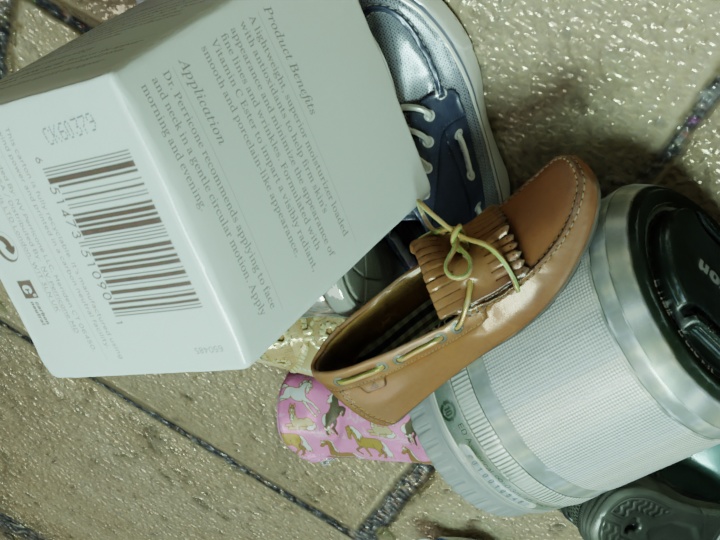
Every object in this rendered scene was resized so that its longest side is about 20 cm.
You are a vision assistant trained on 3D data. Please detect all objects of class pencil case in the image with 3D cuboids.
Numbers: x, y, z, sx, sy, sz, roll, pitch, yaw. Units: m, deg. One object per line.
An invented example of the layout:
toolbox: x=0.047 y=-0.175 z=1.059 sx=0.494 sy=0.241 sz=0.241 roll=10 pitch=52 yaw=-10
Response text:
pencil case: x=0.027 y=0.117 z=1.040 sx=0.199 sy=0.083 sz=0.087 roll=-3 pitch=131 yaw=37

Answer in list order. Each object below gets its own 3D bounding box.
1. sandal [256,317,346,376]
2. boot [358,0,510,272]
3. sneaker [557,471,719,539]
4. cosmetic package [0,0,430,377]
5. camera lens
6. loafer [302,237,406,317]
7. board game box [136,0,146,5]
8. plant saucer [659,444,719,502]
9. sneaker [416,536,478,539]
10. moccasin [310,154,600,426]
sandal: x=-0.072 y=0.054 z=1.025 sx=0.210 sy=0.069 sz=0.078 roll=4 pitch=103 yaw=35
boot: x=0.037 y=-0.082 z=0.793 sx=0.072 sy=0.091 sz=0.201 roll=-1 pitch=133 yaw=36
sneaker: x=0.208 y=0.172 z=0.928 sx=0.198 sy=0.077 sz=0.114 roll=24 pitch=-167 yaw=-35
cosmetic package: x=-0.095 y=-0.063 z=0.714 sx=0.164 sy=0.200 sz=0.166 roll=-6 pitch=115 yaw=39
camera lens: x=0.144 y=0.053 z=0.789 sx=0.160 sy=0.160 sz=0.199 roll=44 pitch=129 yaw=-17
loafer: x=0.000 y=0.000 z=0.849 sx=0.062 sy=0.200 sz=0.073 roll=-14 pitch=87 yaw=22
board game box: x=-0.078 y=-0.225 z=0.747 sx=0.133 sy=0.045 sz=0.201 roll=19 pitch=142 yaw=17
plant saucer: x=0.242 y=0.175 z=0.992 sx=0.199 sy=0.036 sz=0.201 roll=20 pitch=143 yaw=16
sneaker: x=0.085 y=0.315 z=1.241 sx=0.147 sy=0.081 sz=0.199 roll=52 pitch=143 yaw=-13
moccasin: x=0.053 y=0.006 z=0.726 sx=0.201 sy=0.074 sz=0.078 roll=-38 pitch=128 yaw=24
